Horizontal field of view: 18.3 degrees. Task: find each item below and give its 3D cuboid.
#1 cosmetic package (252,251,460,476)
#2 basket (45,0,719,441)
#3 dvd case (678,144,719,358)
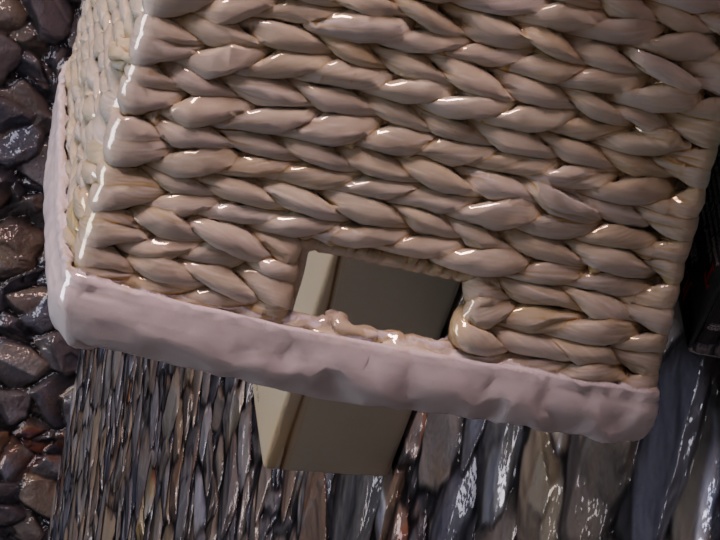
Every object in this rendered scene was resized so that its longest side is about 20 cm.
[{"bbox_3d":[0.000,0.000,1.129,0.104,0.072,0.201,-101,21,-46],"label":"cosmetic package"},{"bbox_3d":[0.006,-0.068,0.741,0.200,0.196,0.162,-109,32,-66],"label":"basket"},{"bbox_3d":[0.133,-0.093,0.697,0.147,0.022,0.201,-94,18,-45],"label":"dvd case"}]
